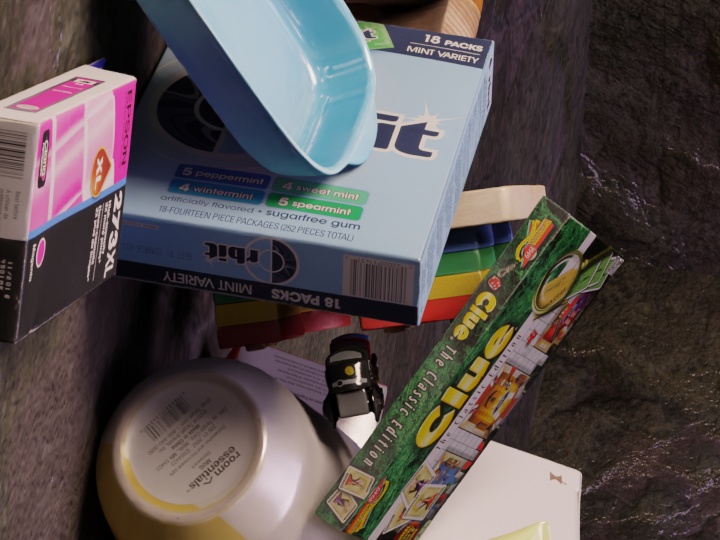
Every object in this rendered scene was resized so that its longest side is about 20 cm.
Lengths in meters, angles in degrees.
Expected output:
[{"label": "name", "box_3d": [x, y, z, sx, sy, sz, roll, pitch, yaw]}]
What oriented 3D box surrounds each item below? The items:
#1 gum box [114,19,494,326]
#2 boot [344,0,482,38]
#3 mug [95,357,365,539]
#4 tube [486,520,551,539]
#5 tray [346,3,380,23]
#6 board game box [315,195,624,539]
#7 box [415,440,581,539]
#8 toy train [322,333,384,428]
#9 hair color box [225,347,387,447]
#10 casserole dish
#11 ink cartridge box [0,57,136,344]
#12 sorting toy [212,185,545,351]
[{"label": "gum box", "box_3d": [-0.031, -0.061, 1.415, 0.201, 0.169, 0.045, -69, 165, -51]}, {"label": "boot", "box_3d": [0.024, -0.207, 1.506, 0.200, 0.076, 0.156, 51, 40, -49]}, {"label": "mug", "box_3d": [-0.072, 0.137, 1.467, 0.153, 0.148, 0.188, 62, 31, -63]}, {"label": "tube", "box_3d": [0.016, 0.183, 1.447, 0.052, 0.199, 0.058, -121, -147, -43]}, {"label": "tray", "box_3d": [-0.038, -0.113, 1.546, 0.201, 0.098, 0.037, -70, 167, -51]}, {"label": "board game box", "box_3d": [0.059, 0.058, 1.450, 0.201, 0.023, 0.105, -54, 153, 4]}, {"label": "box", "box_3d": [0.043, 0.216, 1.599, 0.153, 0.106, 0.201, -84, -165, -55]}, {"label": "toy train", "box_3d": [-0.006, 0.059, 1.524, 0.200, 0.034, 0.046, 82, 0, -89]}, {"label": "hair color box", "box_3d": [-0.056, 0.153, 1.658, 0.061, 0.101, 0.201, 129, -23, -61]}, {"label": "casserole dish", "box_3d": [-0.060, -0.130, 1.344, 0.201, 0.039, 0.121, 55, 32, -25]}, {"label": "ink cartridge box", "box_3d": [-0.134, -0.035, 1.234, 0.200, 0.037, 0.095, -53, 151, -76]}, {"label": "sorting toy", "box_3d": [0.000, 0.000, 1.538, 0.199, 0.198, 0.070, -11, 93, -80]}]
